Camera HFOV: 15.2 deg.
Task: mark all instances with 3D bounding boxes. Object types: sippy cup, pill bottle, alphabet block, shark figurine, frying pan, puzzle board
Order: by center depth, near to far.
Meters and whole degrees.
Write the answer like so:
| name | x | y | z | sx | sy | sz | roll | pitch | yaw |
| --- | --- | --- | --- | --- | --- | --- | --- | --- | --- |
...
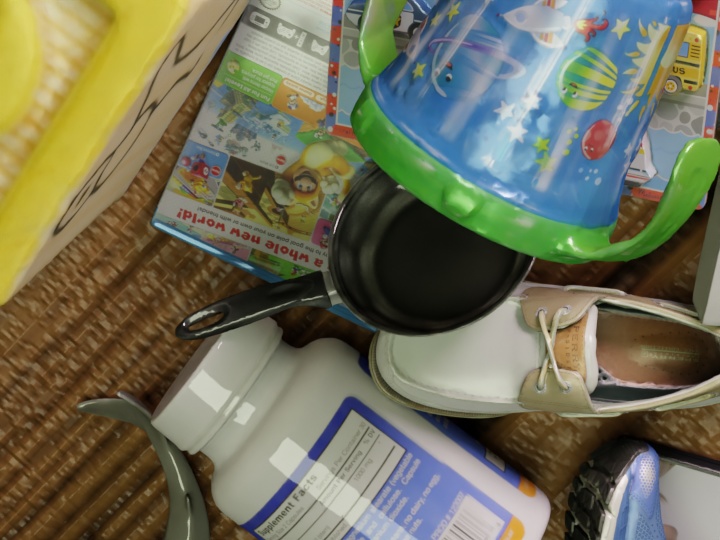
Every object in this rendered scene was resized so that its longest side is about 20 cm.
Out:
| name | x | y | z | sx | sy | sz | roll | pitch | yaw |
| --- | --- | --- | --- | --- | --- | --- | --- | --- | --- |
| sippy cup | 0.083 | -0.093 | 1.233 | 0.177 | 0.140 | 0.131 | 29 | 110 | -3 |
| puzzle board | 0.079 | -0.117 | 1.302 | 0.199 | 0.017 | 0.152 | 13 | 116 | 18 |
| alphabet block | -0.177 | -0.132 | 1.305 | 0.196 | 0.200 | 0.196 | 34 | 110 | 0 |
| frying pan | 0.011 | 0.010 | 1.363 | 0.190 | 0.115 | 0.031 | -41 | 145 | -4 |
| pill bottle | -0.008 | 0.107 | 1.422 | 0.200 | 0.112 | 0.112 | 37 | 110 | -5 |
| shark figurine | -0.113 | 0.173 | 1.468 | 0.127 | 0.090 | 0.216 | 15 | 101 | -11 |

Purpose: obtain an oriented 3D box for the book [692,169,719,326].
| name | x | y | z | sx | sy | sz | roll | pitch | yaw |
| --- | --- | --- | --- | --- | --- | --- | --- | --- | --- |
| book | 0.276 | -0.027 | 1.344 | 0.199 | 0.048 | 0.134 | 4 | 122 | -8 |

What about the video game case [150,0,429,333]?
| name | x | y | z | sx | sy | sz | roll | pitch | yaw |
| --- | --- | --- | --- | --- | --- | --- | --- | --- | --- |
| video game case | -0.007 | -0.081 | 1.406 | 0.142 | 0.018 | 0.201 | 25 | 110 | -2 |

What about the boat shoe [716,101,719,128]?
| name | x | y | z | sx | sy | sz | roll | pitch | yaw |
| --- | --- | --- | --- | --- | --- | --- | --- | --- | --- |
| boat shoe | 0.195 | -0.117 | 1.343 | 0.200 | 0.072 | 0.068 | -36 | 136 | 4 |

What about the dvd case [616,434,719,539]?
| name | x | y | z | sx | sy | sz | roll | pitch | yaw |
| --- | --- | --- | --- | --- | --- | --- | --- | --- | --- |
| dvd case | 0.182 | 0.199 | 1.479 | 0.142 | 0.018 | 0.201 | 15 | 111 | 1 |

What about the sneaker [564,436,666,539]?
| name | x | y | z | sx | sy | sz | roll | pitch | yaw |
| --- | --- | --- | --- | --- | --- | --- | --- | --- | --- |
| sneaker | 0.160 | 0.180 | 1.435 | 0.089 | 0.079 | 0.201 | -9 | 111 | -4 |

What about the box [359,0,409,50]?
| name | x | y | z | sx | sy | sz | roll | pitch | yaw |
| --- | --- | --- | --- | --- | --- | --- | --- | --- | --- |
| box | 0.039 | -0.180 | 1.343 | 0.121 | 0.032 | 0.200 | -40 | 97 | 8 |

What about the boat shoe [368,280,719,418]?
| name | x | y | z | sx | sy | sz | roll | pitch | yaw |
| --- | --- | --- | --- | --- | --- | --- | --- | --- | --- |
| boat shoe | 0.106 | 0.038 | 1.380 | 0.199 | 0.068 | 0.075 | -2 | 86 | -8 |
